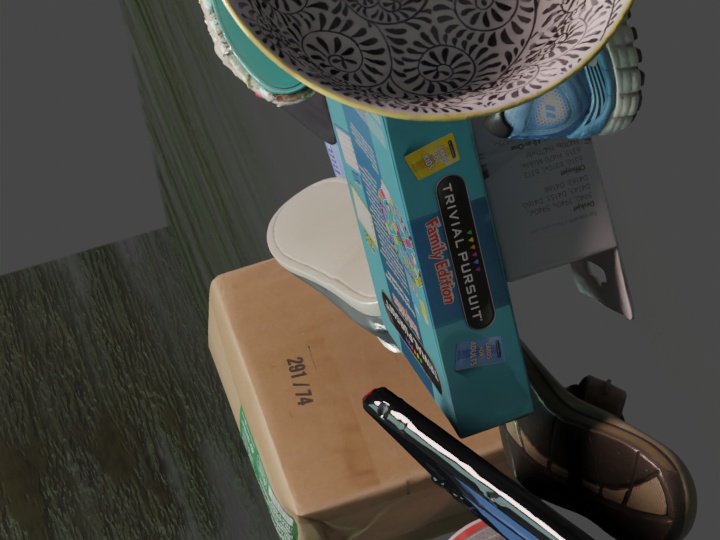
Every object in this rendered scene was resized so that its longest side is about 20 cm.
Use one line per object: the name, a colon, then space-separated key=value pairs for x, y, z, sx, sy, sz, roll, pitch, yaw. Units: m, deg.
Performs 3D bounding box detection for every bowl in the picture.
bowl: x=0.024 y=-0.146 z=1.133 sx=0.094 sy=0.201 sz=0.201 roll=105 pitch=147 yaw=-72

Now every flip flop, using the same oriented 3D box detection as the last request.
flip flop: x=0.134 y=0.094 z=1.417 sx=0.200 sy=0.058 sz=0.081 roll=31 pitch=130 yaw=55

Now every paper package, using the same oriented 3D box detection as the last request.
paper package: x=0.010 y=0.079 z=1.706 sx=0.104 sy=0.190 sz=0.200 roll=87 pitch=163 yaw=-59

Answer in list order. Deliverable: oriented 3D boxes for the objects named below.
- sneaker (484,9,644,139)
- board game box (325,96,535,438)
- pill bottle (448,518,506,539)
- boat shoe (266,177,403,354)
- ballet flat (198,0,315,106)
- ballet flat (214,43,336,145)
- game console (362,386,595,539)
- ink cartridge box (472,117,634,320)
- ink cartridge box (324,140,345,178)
sneaker: x=0.068 y=-0.155 z=1.210 sx=0.078 sy=0.090 sz=0.200 roll=134 pitch=120 yaw=-80
board game box: x=0.032 y=-0.032 z=1.368 sx=0.151 sy=0.047 sz=0.200 roll=-124 pitch=18 yaw=-62
pill bottle: x=0.117 y=0.237 z=1.579 sx=0.200 sy=0.116 sz=0.116 roll=-130 pitch=24 yaw=-69
boat shoe: x=0.000 y=0.000 z=1.570 sx=0.062 sy=0.073 sz=0.200 roll=56 pitch=172 yaw=-28
ballet flat: x=-0.070 y=-0.179 z=1.451 sx=0.064 sy=0.076 sz=0.200 roll=75 pitch=170 yaw=-76
ballet flat: x=-0.063 y=-0.165 z=1.557 sx=0.073 sy=0.073 sz=0.200 roll=-127 pitch=21 yaw=-68
game console: x=0.101 y=0.144 z=1.348 sx=0.200 sy=0.031 sz=0.177 roll=34 pitch=177 yaw=32
ink cartridge box: x=0.081 y=-0.066 z=1.379 sx=0.116 sy=0.067 sz=0.200 roll=-143 pitch=37 yaw=-76
ink cartridge box: x=0.012 y=-0.124 z=1.639 sx=0.136 sy=0.076 sz=0.200 roll=-146 pitch=38 yaw=-72
